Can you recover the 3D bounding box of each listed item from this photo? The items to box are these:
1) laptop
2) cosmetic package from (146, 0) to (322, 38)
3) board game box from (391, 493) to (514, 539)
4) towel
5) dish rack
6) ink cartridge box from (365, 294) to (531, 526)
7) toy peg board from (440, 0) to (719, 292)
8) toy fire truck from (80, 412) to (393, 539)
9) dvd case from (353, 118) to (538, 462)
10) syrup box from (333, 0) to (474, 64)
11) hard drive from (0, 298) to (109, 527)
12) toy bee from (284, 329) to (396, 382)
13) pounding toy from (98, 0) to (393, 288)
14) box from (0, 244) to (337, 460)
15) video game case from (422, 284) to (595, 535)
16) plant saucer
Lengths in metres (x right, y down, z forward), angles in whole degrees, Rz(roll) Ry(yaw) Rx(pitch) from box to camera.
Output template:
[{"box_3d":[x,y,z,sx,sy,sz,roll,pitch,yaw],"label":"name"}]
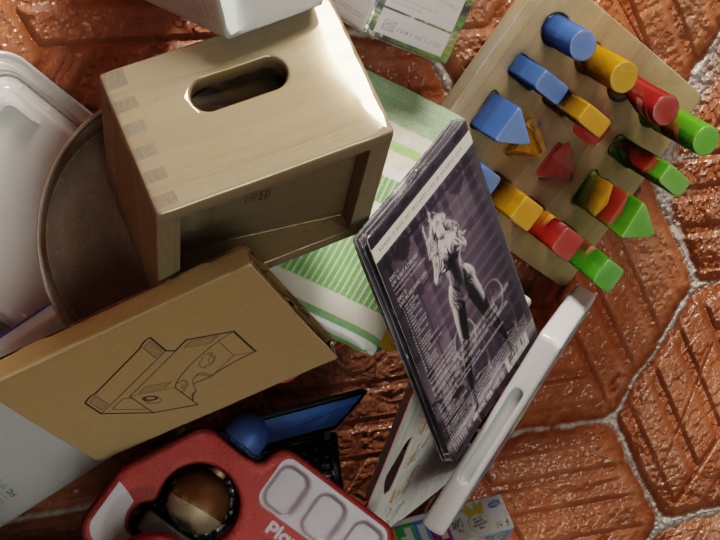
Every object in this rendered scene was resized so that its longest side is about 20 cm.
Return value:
[{"box_3d":[-0.081,0.190,1.287,0.176,0.103,0.202,-13,110,-19],"label":"laptop"},{"box_3d":[-0.104,-0.221,1.030,0.074,0.200,0.102,-22,117,-18],"label":"cosmetic package"},{"box_3d":[0.021,0.257,1.369,0.198,0.034,0.135,-11,149,-20],"label":"board game box"},{"box_3d":[-0.020,-0.055,1.178,0.152,0.023,0.202,24,70,-14],"label":"towel"},{"box_3d":[-0.238,-0.038,1.147,0.172,0.044,0.200,-49,122,2],"label":"dish rack"},{"box_3d":[0.047,0.119,1.272,0.173,0.043,0.201,-30,147,-48],"label":"ink cartridge box"},{"box_3d":[0.173,-0.098,1.281,0.199,0.098,0.201,32,96,-33],"label":"toy peg board"},{"box_3d":[-0.095,0.200,1.183,0.200,0.112,0.168,39,81,-10],"label":"toy fire truck"},{"box_3d":[0.066,0.015,1.163,0.149,0.016,0.201,-51,131,-39],"label":"dvd case"},{"box_3d":[0.055,-0.262,1.160,0.078,0.081,0.201,15,105,-32],"label":"syrup box"},{"box_3d":[-0.254,0.113,1.187,0.199,0.025,0.132,-33,126,9],"label":"hard drive"},{"box_3d":[0.000,0.000,1.238,0.200,0.130,0.109,-47,152,-45],"label":"toy bee"},{"box_3d":[-0.067,-0.093,1.059,0.198,0.143,0.184,-21,163,-14],"label":"pounding toy"},{"box_3d":[-0.132,0.062,1.094,0.199,0.021,0.164,-25,149,9],"label":"box"},{"box_3d":[0.124,0.108,1.301,0.023,0.200,0.183,32,107,7],"label":"video game case"},{"box_3d":[-0.147,-0.026,1.144,0.199,0.034,0.202,-3,95,-38],"label":"plant saucer"}]
